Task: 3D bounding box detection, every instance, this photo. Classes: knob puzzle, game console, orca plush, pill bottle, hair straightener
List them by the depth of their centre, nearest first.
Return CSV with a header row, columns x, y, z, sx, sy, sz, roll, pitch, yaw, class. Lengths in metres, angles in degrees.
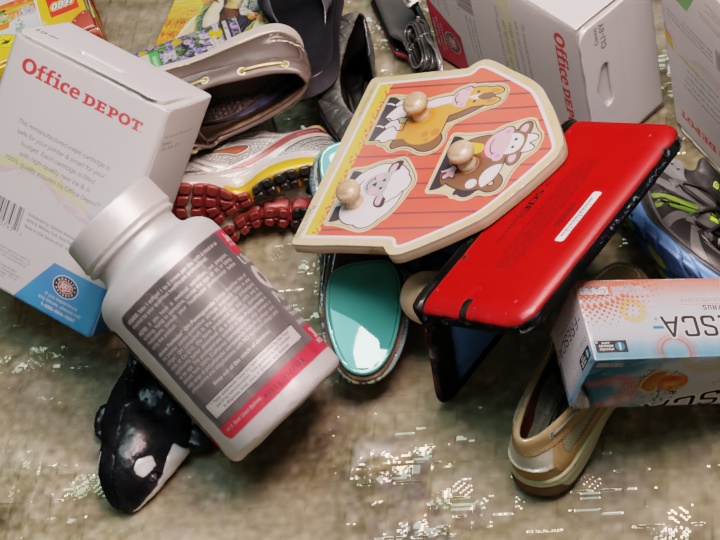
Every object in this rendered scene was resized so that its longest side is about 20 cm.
x,y,z,sx,sy,sz,roll,pitch,yaw,class
0.141,0.000,1.517,0.172,0.119,0.200,8,51,52,game console
0.059,-0.089,1.551,0.218,0.031,0.221,-19,40,17,knob puzzle
-0.119,0.032,1.551,0.111,0.111,0.200,-42,88,-19,pill bottle
-0.146,0.082,1.604,0.105,0.071,0.200,23,61,31,orca plush
0.039,-0.195,1.775,0.041,0.077,0.201,-16,48,1,hair straightener

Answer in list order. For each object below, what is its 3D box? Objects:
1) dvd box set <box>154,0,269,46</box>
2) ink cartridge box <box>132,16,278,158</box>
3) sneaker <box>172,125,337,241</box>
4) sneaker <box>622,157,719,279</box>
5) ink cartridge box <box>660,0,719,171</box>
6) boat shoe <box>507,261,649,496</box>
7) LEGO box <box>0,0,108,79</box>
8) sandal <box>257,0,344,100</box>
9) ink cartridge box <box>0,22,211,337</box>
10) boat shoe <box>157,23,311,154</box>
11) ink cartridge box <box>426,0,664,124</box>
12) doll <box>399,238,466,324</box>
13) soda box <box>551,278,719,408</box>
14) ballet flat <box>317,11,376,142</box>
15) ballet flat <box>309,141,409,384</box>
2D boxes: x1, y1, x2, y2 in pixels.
x,y,z,sx,sy,sz,roll,pitch,yaw,class
-0.095,-0.236,1.882,0.145,0.029,0.201,5,53,21,dvd box set
-0.177,-0.125,1.759,0.199,0.109,0.051,-20,45,0,ink cartridge box
-0.106,-0.068,1.725,0.198,0.078,0.082,-9,40,0,sneaker
0.244,-0.041,1.588,0.082,0.071,0.200,-30,46,-1,sneaker
0.297,-0.158,1.585,0.087,0.201,0.146,-26,47,-10,ink cartridge box
0.161,0.063,1.522,0.071,0.076,0.201,9,54,25,boat shoe
-0.329,-0.199,1.890,0.199,0.077,0.149,-22,48,-2,LEGO box
-0.050,-0.221,1.789,0.076,0.043,0.201,-21,39,8,sandal
-0.220,-0.074,1.651,0.144,0.201,0.085,28,22,15,ink cartridge box
-0.132,-0.128,1.693,0.199,0.072,0.060,-25,39,4,boat shoe
0.144,-0.203,1.706,0.083,0.146,0.200,-38,51,-18,ink cartridge box
0.066,-0.034,1.617,0.136,0.048,0.201,31,46,-12,doll
0.238,0.050,1.469,0.198,0.064,0.069,-1,54,-14,soda box
-0.001,-0.145,1.749,0.057,0.066,0.201,-45,42,22,ballet flat
0.000,0.000,1.627,0.074,0.074,0.201,-8,67,11,ballet flat
